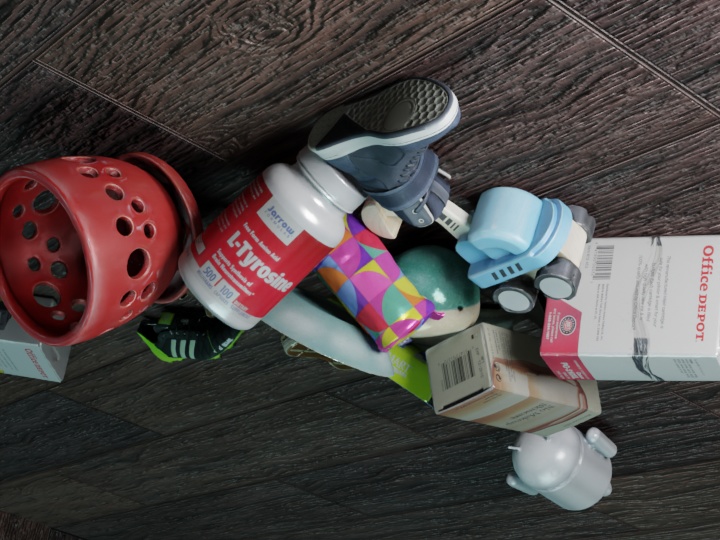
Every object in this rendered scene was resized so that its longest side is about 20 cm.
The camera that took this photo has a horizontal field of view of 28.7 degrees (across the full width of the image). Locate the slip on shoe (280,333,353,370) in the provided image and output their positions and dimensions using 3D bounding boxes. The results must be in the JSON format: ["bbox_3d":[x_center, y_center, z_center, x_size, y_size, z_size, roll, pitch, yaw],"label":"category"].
[{"bbox_3d":[-0.039,0.090,1.927,0.076,0.061,0.200,-36,150,30],"label":"slip on shoe"}]

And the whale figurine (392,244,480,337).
[{"bbox_3d":[0.055,0.016,1.694,0.159,0.104,0.200,-9,-166,-36],"label":"whale figurine"}]

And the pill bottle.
[{"bbox_3d":[-0.091,-0.040,1.501,0.200,0.112,0.112,-44,133,12],"label":"pill bottle"}]

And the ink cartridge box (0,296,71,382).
[{"bbox_3d":[-0.548,0.093,2.115,0.199,0.086,0.148,7,155,6],"label":"ink cartridge box"}]

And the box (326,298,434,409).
[{"bbox_3d":[0.039,0.107,1.797,0.200,0.048,0.122,34,-176,8],"label":"box"}]

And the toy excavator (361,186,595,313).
[{"bbox_3d":[0.127,-0.047,1.534,0.200,0.100,0.194,39,144,-24],"label":"toy excavator"}]

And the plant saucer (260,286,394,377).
[{"bbox_3d":[-0.042,0.060,1.620,0.200,0.039,0.201,26,-173,-3],"label":"plant saucer"}]

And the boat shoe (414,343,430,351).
[{"bbox_3d":[0.095,0.121,1.914,0.200,0.070,0.071,21,159,-14],"label":"boat shoe"}]

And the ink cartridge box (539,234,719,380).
[{"bbox_3d":[0.312,0.043,1.560,0.199,0.145,0.084,-1,154,26],"label":"ink cartridge box"}]

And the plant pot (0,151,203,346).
[{"bbox_3d":[-0.290,-0.036,1.562,0.200,0.201,0.182,-15,-174,44],"label":"plant pot"}]

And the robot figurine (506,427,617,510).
[{"bbox_3d":[0.306,0.294,2.141,0.169,0.113,0.200,-34,136,20],"label":"robot figurine"}]

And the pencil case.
[{"bbox_3d":[0.000,0.000,1.581,0.200,0.088,0.088,50,154,6],"label":"pencil case"}]

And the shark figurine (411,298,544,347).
[{"bbox_3d":[0.142,0.085,1.787,0.213,0.090,0.128,-5,167,8],"label":"shark figurine"}]

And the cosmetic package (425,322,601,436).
[{"bbox_3d":[0.186,0.135,1.700,0.199,0.088,0.103,14,147,-39],"label":"cosmetic package"}]

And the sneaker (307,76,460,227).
[{"bbox_3d":[0.060,-0.114,1.398,0.146,0.077,0.202,40,154,-28],"label":"sneaker"}]

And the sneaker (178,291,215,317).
[{"bbox_3d":[-0.235,-0.003,1.696,0.070,0.076,0.200,-18,-149,-39],"label":"sneaker"}]

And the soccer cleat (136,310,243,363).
[{"bbox_3d":[-0.244,0.088,2.005,0.200,0.068,0.081,-14,132,44],"label":"soccer cleat"}]
